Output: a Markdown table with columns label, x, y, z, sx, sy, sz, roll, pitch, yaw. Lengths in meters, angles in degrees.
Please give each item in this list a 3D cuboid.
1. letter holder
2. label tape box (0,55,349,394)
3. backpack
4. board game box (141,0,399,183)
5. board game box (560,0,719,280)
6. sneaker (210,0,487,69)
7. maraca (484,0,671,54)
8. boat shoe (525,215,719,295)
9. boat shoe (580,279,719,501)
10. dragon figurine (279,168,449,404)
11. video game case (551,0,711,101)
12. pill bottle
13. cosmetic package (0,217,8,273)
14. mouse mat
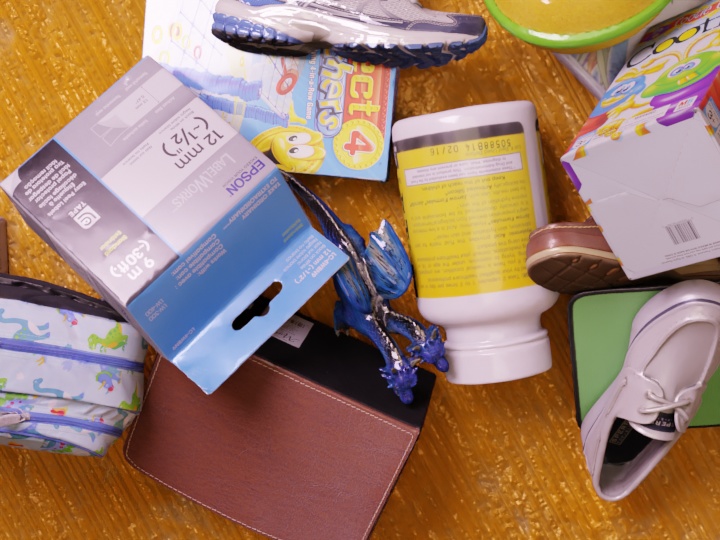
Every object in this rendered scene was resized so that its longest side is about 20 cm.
| label | x | y | z | sx | sy | sz | roll | pitch | yaw |
| --- | --- | --- | --- | --- | --- | --- | --- | --- | --- |
| letter holder | -0.063 | 0.117 | 0.923 | 0.199 | 0.101 | 0.143 | 24 | 112 | 2 |
| label tape box | -0.127 | -0.034 | 0.828 | 0.200 | 0.066 | 0.143 | 40 | 74 | 19 |
| backpack | -0.251 | 0.062 | 0.849 | 0.199 | 0.163 | 0.154 | -3 | 85 | -26 |
| board game box | -0.066 | -0.175 | 0.923 | 0.195 | 0.056 | 0.201 | 5 | 95 | 3 |
| board game box | 0.235 | -0.101 | 0.820 | 0.105 | 0.200 | 0.103 | -18 | 113 | 41 |
| sneaker | -0.006 | -0.196 | 0.854 | 0.199 | 0.077 | 0.086 | 7 | 91 | 2 |
| maraca | 0.180 | -0.231 | 0.858 | 0.200 | 0.107 | 0.137 | -37 | 60 | -8 |
| boat shoe | 0.189 | -0.020 | 0.874 | 0.072 | 0.200 | 0.068 | -22 | 72 | 46 |
| boat shoe | 0.214 | 0.094 | 0.871 | 0.072 | 0.066 | 0.200 | 17 | 132 | -10 |
| dragon figurine | 0.000 | 0.000 | 0.881 | 0.059 | 0.099 | 0.201 | -27 | 99 | -21 |
| video game case | 0.185 | -0.262 | 0.918 | 0.182 | 0.022 | 0.200 | -45 | 91 | 6 |
| pill bottle | 0.091 | -0.021 | 0.898 | 0.111 | 0.111 | 0.201 | -9 | 93 | 4 |
| cosmetic package | -0.387 | 0.011 | 0.949 | 0.199 | 0.073 | 0.104 | -2 | 95 | 3 |
| mouse mat | 0.258 | 0.065 | 0.891 | 0.199 | 0.008 | 0.161 | -4 | 132 | 10 |
